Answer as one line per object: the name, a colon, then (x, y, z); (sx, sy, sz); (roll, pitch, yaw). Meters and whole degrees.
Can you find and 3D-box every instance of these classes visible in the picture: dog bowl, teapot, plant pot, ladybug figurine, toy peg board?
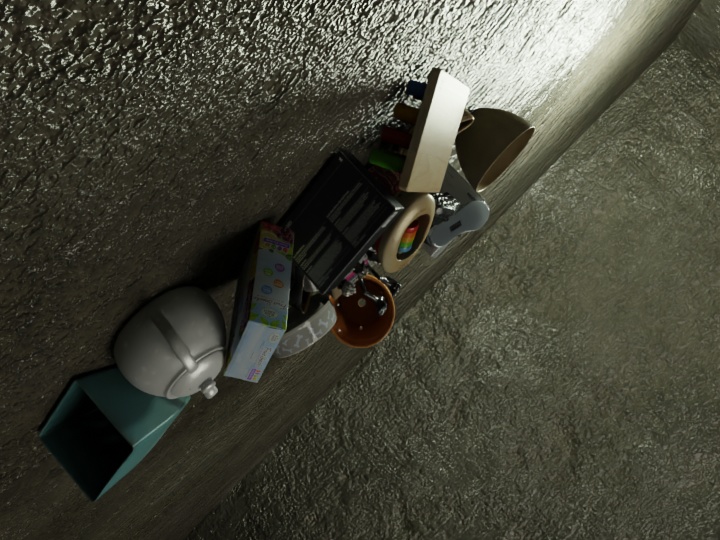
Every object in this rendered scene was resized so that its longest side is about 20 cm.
dog bowl: (-0.142, 0.129, 1.382); (0.196, 0.060, 0.201); (-29, -167, 7)
teapot: (-0.286, 0.134, 0.954); (0.198, 0.146, 0.199); (-50, 165, 25)
plant pot: (0.305, -0.312, 1.436); (0.200, 0.135, 0.201); (-42, 167, -12)
plant pot: (-0.394, 0.245, 1.002); (0.142, 0.141, 0.200); (-48, 174, 21)
ladybug figurine: (0.081, -0.082, 1.185); (0.134, 0.072, 0.203); (-25, 146, -39)
plant pot: (0.001, 0.102, 1.697); (0.200, 0.200, 0.140); (-45, -176, 8)
toy peg board: (0.103, -0.256, 1.080); (0.199, 0.096, 0.205); (-16, 124, -65)

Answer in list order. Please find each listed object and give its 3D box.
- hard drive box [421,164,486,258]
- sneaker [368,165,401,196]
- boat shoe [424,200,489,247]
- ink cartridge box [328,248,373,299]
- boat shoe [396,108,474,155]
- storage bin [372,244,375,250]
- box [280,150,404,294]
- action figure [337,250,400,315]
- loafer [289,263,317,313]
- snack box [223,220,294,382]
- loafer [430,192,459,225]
hard drive box: (0.208, -0.161, 1.557); (0.200, 0.156, 0.077); (-46, 167, 12)
sneaker: (0.003, -0.144, 1.181); (0.199, 0.081, 0.074); (-41, -165, -13)
boat shoe: (0.231, -0.114, 1.461); (0.197, 0.075, 0.068); (-34, -159, -22)
ink cartridge box: (-0.015, -0.038, 1.423); (0.199, 0.075, 0.165); (-41, 168, -11)
boat shoe: (0.156, -0.282, 1.220); (0.199, 0.065, 0.072); (-40, 167, -19)
storage bin: (0.073, -0.157, 1.291); (0.199, 0.094, 0.136); (-42, 167, -13)
box: (-0.041, -0.084, 1.046); (0.201, 0.141, 0.079); (-47, 174, 16)
action figure: (0.000, 0.000, 1.288); (0.119, 0.199, 0.102); (-48, -161, 5)
loafer: (-0.111, 0.014, 1.288); (0.072, 0.072, 0.202); (-31, 161, -39)
snack box: (-0.169, 0.053, 0.988); (0.170, 0.066, 0.204); (124, -25, -46)
loafer: (0.175, -0.133, 1.320); (0.071, 0.068, 0.200); (-55, 168, 17)
